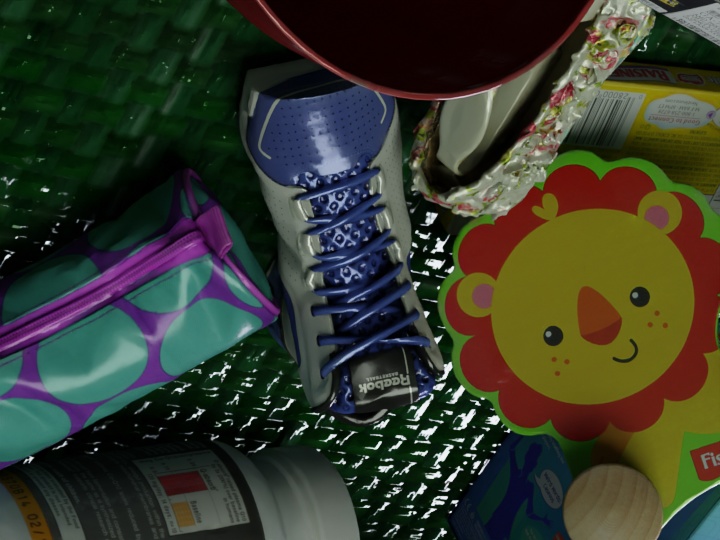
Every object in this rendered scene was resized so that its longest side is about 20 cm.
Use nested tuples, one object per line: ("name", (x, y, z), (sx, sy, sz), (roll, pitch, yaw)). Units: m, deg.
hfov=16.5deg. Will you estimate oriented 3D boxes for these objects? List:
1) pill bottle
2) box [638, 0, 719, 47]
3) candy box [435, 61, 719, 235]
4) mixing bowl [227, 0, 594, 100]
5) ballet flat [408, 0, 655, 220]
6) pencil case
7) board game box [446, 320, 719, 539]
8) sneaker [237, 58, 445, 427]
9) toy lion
("pill bottle", (-0.108, 0.146, 1.237), (0.200, 0.116, 0.117), (-6, 134, -32))
("box", (0.122, -0.209, 0.960), (0.198, 0.050, 0.200), (26, 76, -26))
("candy box", (0.144, -0.056, 1.235), (0.199, 0.026, 0.102), (4, 132, -27))
("mixing bowl", (-0.002, -0.165, 0.978), (0.200, 0.108, 0.201), (-1, 91, -31))
("ballet flat", (0.081, -0.104, 1.110), (0.064, 0.076, 0.200), (-13, 135, -53))
("pencil case", (-0.140, 0.033, 1.145), (0.200, 0.085, 0.092), (-29, 164, 2))
("board game box", (0.136, 0.119, 1.304), (0.045, 0.152, 0.200), (12, 125, -33))
("sneaker", (0.000, 0.001, 1.158), (0.080, 0.115, 0.200), (-15, 135, -12))
("toy lion", (0.144, 0.031, 1.172), (0.199, 0.192, 0.069), (-18, 173, 6))
